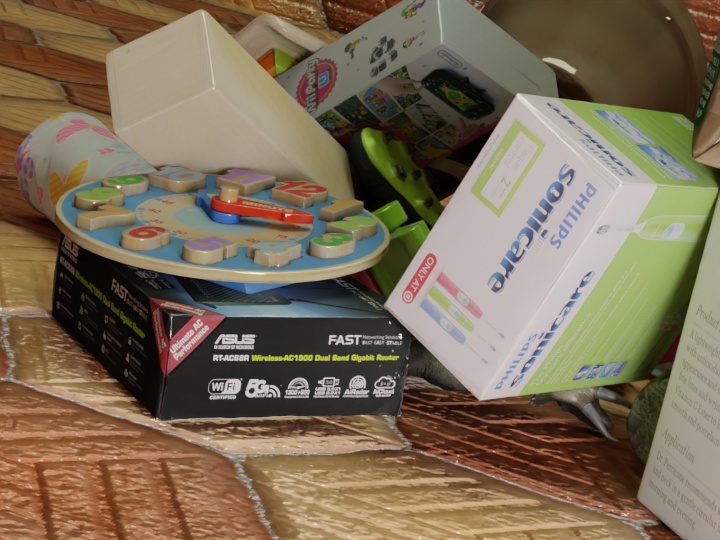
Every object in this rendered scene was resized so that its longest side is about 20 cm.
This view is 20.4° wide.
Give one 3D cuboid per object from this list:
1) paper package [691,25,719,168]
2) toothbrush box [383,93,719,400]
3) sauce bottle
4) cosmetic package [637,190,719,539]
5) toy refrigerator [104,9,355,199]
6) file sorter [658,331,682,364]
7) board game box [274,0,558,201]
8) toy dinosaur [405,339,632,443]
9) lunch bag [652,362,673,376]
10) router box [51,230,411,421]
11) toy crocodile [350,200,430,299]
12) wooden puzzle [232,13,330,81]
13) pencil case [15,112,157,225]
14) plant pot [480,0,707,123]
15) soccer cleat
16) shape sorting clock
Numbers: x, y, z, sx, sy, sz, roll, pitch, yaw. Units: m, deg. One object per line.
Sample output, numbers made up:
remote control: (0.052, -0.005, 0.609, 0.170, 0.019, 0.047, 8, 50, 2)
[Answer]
paper package: (0.292, -0.095, 1.120, 0.189, 0.104, 0.200, 15, 13, 13)
toothbrush box: (0.129, -0.013, 1.139, 0.086, 0.146, 0.199, 43, 24, 26)
sauce bottle: (0.218, 0.085, 1.278, 0.064, 0.065, 0.200, 17, 10, 16)
cosmetic package: (0.274, 0.070, 1.078, 0.163, 0.202, 0.165, 9, 13, -19)
toy refrigerator: (-0.081, -0.086, 1.312, 0.075, 0.071, 0.200, -22, -33, 19)
file sorter: (0.251, -0.026, 1.300, 0.198, 0.140, 0.125, -14, -3, 12)
board game box: (0.024, -0.109, 1.452, 0.199, 0.065, 0.147, -28, -40, 31)
toy dinosaur: (0.071, 0.050, 1.249, 0.198, 0.078, 0.102, 13, -2, -27)
lunch bag: (0.291, 0.010, 1.455, 0.199, 0.171, 0.127, 22, 14, 38)
router box: (-0.080, 0.027, 1.172, 0.149, 0.063, 0.200, 2, 16, -28)
toy crocodile: (0.000, 0.000, 1.288, 0.062, 0.068, 0.200, -32, 10, -21)
wooden puzzle: (-0.057, -0.108, 1.527, 0.184, 0.038, 0.199, 24, -37, -35)
pencil case: (-0.170, -0.052, 1.417, 0.090, 0.084, 0.200, 4, 15, -35)
plant pot: (0.157, -0.134, 1.568, 0.198, 0.202, 0.174, 17, 26, 16)
soccer cleat: (0.027, -0.033, 1.446, 0.200, 0.081, 0.068, 47, 22, -54)
shape sorting clock: (-0.081, -0.030, 1.183, 0.198, 0.040, 0.200, 8, 14, -2)
